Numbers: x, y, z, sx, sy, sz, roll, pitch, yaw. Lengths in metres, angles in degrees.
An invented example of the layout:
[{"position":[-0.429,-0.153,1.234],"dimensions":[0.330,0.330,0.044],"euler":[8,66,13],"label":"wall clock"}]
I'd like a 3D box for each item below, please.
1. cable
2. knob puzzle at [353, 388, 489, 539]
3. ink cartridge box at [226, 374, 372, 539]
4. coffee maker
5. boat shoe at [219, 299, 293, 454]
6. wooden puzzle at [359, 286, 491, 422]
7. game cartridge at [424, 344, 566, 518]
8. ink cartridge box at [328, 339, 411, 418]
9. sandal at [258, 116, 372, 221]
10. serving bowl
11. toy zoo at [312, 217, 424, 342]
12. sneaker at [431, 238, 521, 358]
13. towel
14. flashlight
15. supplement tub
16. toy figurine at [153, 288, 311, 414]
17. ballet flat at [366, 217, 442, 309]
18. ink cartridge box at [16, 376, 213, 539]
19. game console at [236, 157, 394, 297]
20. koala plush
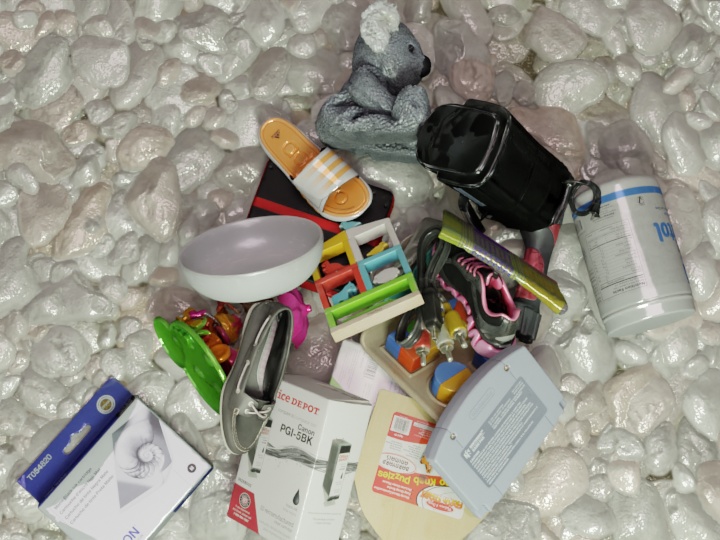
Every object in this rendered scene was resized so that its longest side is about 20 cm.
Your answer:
[{"position":[0.092,0.037,1.506],"dimensions":[0.097,0.050,0.201],"euler":[-24,45,26],"label":"cable"},{"position":[0.080,0.279,1.474],"dimensions":[0.217,0.030,0.222],"euler":[1,78,-4],"label":"knob puzzle"},{"position":[-0.081,0.247,1.461],"dimensions":[0.146,0.082,0.202],"euler":[14,91,46],"label":"ink cartridge box"},{"position":[0.199,-0.143,1.511],"dimensions":[0.191,0.200,0.136],"euler":[-9,70,31],"label":"coffee maker"},{"position":[-0.131,0.136,1.433],"dimensions":[0.067,0.057,0.202],"euler":[20,77,-39],"label":"boat shoe"},{"position":[0.127,0.112,1.517],"dimensions":[0.184,0.047,0.200],"euler":[-26,60,-34],"label":"wooden puzzle"},{"position":[0.172,0.199,1.444],"dimensions":[0.200,0.040,0.134],"euler":[-48,114,-22],"label":"game cartridge"},{"position":[0.053,0.182,1.545],"dimensions":[0.198,0.067,0.118],"euler":[18,78,4],"label":"ink cartridge box"},{"position":[-0.075,-0.149,1.604],"dimensions":[0.206,0.059,0.079],"euler":[41,86,14],"label":"sandal"},{"position":[-0.143,-0.007,1.517],"dimensions":[0.198,0.200,0.066],"euler":[-11,113,-3],"label":"serving bowl"},{"position":[0.000,0.000,1.537],"dimensions":[0.130,0.021,0.201],"euler":[-24,42,2],"label":"toy zoo"},{"position":[0.162,0.016,1.513],"dimensions":[0.078,0.096,0.201],"euler":[-15,57,-20],"label":"sneaker"},{"position":[0.189,-0.010,1.493],"dimensions":[0.199,0.144,0.023],"euler":[33,103,-3],"label":"towel"},{"position":[0.240,-0.004,1.595],"dimensions":[0.067,0.068,0.202],"euler":[15,75,2],"label":"flashlight"},{"position":[0.379,-0.021,1.569],"dimensions":[0.131,0.132,0.202],"euler":[-13,77,-4],"label":"supplement tub"},{"position":[-0.161,0.080,1.552],"dimensions":[0.183,0.151,0.199],"euler":[-33,39,-25],"label":"toy figurine"},{"position":[0.058,0.007,1.601],"dimensions":[0.063,0.068,0.200],"euler":[31,75,35],"label":"ballet flat"},{"position":[-0.337,0.277,1.530],"dimensions":[0.200,0.041,0.200],"euler":[39,78,9],"label":"ink cartridge box"},{"position":[-0.067,-0.062,1.629],"dimensions":[0.198,0.031,0.178],"euler":[19,72,3],"label":"game console"},{"position":[0.031,-0.273,1.612],"dimensions":[0.182,0.177,0.202],"euler":[4,79,13],"label":"koala plush"}]
